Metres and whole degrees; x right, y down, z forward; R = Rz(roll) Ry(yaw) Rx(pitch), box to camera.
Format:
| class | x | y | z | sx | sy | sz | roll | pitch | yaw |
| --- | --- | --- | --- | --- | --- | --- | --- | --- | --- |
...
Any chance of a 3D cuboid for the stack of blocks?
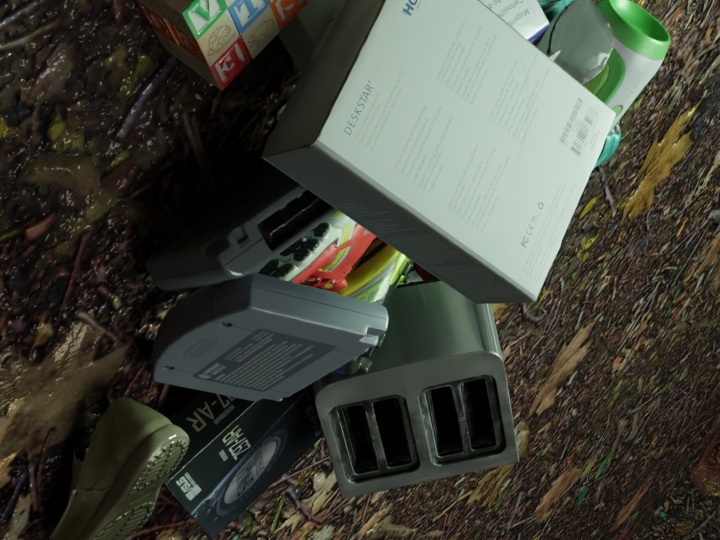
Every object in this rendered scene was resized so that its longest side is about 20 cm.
| class | x | y | z | sx | sy | sz | roll | pitch | yaw |
| --- | --- | --- | --- | --- | --- | --- | --- | --- | --- |
| stack of blocks | -0.055 | -0.227 | 0.811 | 0.200 | 0.058 | 0.115 | -48 | 155 | -11 |

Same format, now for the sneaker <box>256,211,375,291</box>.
| class | x | y | z | sx | sy | sz | roll | pitch | yaw |
| --- | --- | --- | --- | --- | --- | --- | --- | --- | --- |
| sneaker | -0.038 | -0.011 | 1.056 | 0.200 | 0.077 | 0.086 | -38 | 134 | -32 |

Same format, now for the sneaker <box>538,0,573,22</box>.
| class | x | y | z | sx | sy | sz | roll | pitch | yaw |
| --- | --- | --- | --- | --- | --- | --- | --- | --- | --- |
| sneaker | 0.183 | -0.268 | 1.188 | 0.199 | 0.078 | 0.080 | -22 | 160 | -42 |

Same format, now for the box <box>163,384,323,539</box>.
| class | x | y | z | sx | sy | sz | roll | pitch | yaw |
| --- | --- | --- | --- | --- | --- | --- | --- | --- | --- |
| box | -0.111 | 0.156 | 1.192 | 0.160 | 0.044 | 0.200 | -42 | 158 | -14 |

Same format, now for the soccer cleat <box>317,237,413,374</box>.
| class | x | y | z | sx | sy | sz | roll | pitch | yaw |
| --- | --- | --- | --- | --- | --- | --- | --- | --- | --- |
| soccer cleat | 0.000 | 0.000 | 1.129 | 0.065 | 0.083 | 0.201 | 102 | 10 | -54 |

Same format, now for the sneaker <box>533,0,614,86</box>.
| class | x | y | z | sx | sy | sz | roll | pitch | yaw |
| --- | --- | --- | --- | --- | --- | --- | --- | --- | --- |
| sneaker | 0.149 | -0.146 | 1.145 | 0.200 | 0.080 | 0.086 | -51 | -167 | -20 |

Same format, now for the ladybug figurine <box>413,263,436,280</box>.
| class | x | y | z | sx | sy | sz | roll | pitch | yaw |
| --- | --- | --- | --- | --- | --- | --- | --- | --- | --- |
| ladybug figurine | 0.090 | -0.060 | 1.233 | 0.136 | 0.071 | 0.201 | -81 | -179 | -56 |

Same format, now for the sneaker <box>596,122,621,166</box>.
| class | x | y | z | sx | sy | sz | roll | pitch | yaw |
| --- | --- | --- | --- | --- | --- | --- | --- | --- | --- |
| sneaker | 0.229 | -0.167 | 1.359 | 0.120 | 0.083 | 0.201 | -35 | 148 | -38 |

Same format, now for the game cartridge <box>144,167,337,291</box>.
| class | x | y | z | sx | sy | sz | roll | pitch | yaw |
| --- | --- | --- | --- | --- | --- | --- | --- | --- | --- |
| game cartridge | -0.061 | -0.049 | 0.965 | 0.200 | 0.042 | 0.133 | -38 | -169 | -31 |

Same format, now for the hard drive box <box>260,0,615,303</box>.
| class | x | y | z | sx | sy | sz | roll | pitch | yaw |
| --- | --- | --- | --- | --- | --- | --- | --- | --- | --- |
| hard drive box | 0.057 | -0.093 | 0.876 | 0.199 | 0.077 | 0.157 | 34 | 72 | -25 |

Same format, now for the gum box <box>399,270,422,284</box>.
| class | x | y | z | sx | sy | sz | roll | pitch | yaw |
| --- | --- | --- | --- | --- | --- | --- | --- | --- | --- |
| gum box | 0.033 | 0.078 | 1.349 | 0.199 | 0.066 | 0.114 | -27 | 143 | -44 |

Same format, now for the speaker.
| class | x | y | z | sx | sy | sz | roll | pitch | yaw |
| --- | --- | --- | --- | --- | --- | --- | --- | --- | --- |
| speaker | 0.207 | -0.160 | 1.232 | 0.088 | 0.089 | 0.201 | -17 | 148 | -52 |

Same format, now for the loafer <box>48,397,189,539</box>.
| class | x | y | z | sx | sy | sz | roll | pitch | yaw |
| --- | --- | --- | --- | --- | --- | --- | --- | --- | --- |
| loafer | -0.205 | 0.172 | 1.058 | 0.075 | 0.068 | 0.200 | -17 | 153 | -50 |

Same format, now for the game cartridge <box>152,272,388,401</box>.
| class | x | y | z | sx | sy | sz | roll | pitch | yaw |
| --- | --- | --- | --- | --- | --- | --- | --- | --- | --- |
| game cartridge | -0.082 | 0.054 | 0.995 | 0.132 | 0.041 | 0.200 | 11 | 156 | -27 |

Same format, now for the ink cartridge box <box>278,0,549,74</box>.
| class | x | y | z | sx | sy | sz | roll | pitch | yaw |
| --- | --- | --- | --- | --- | --- | --- | --- | --- | --- |
| ink cartridge box | 0.049 | -0.169 | 0.943 | 0.196 | 0.201 | 0.043 | -40 | -164 | -27 |

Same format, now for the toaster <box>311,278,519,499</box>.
| class | x | y | z | sx | sy | sz | roll | pitch | yaw |
| --- | --- | --- | --- | --- | --- | --- | --- | --- | --- |
| toaster | 0.049 | 0.104 | 1.190 | 0.179 | 0.119 | 0.201 | -12 | 128 | 1 |
